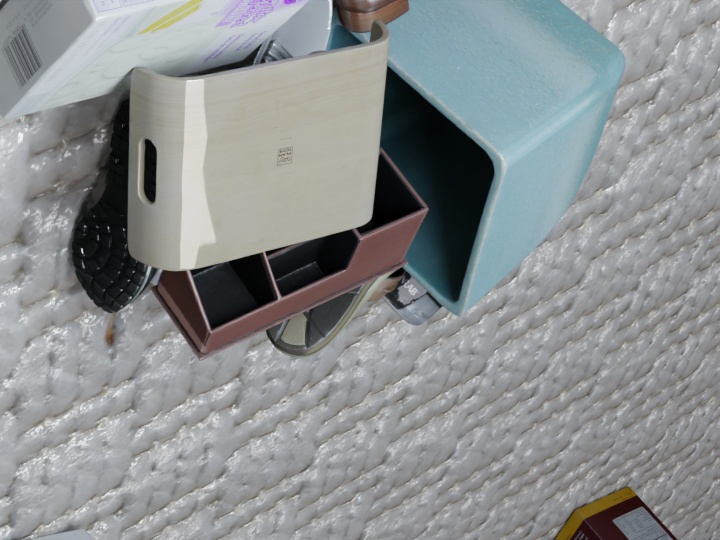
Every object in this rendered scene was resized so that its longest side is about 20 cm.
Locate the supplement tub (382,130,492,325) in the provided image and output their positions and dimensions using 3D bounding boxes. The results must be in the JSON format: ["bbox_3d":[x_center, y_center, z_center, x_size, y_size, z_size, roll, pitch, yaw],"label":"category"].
[{"bbox_3d":[0.080,-0.057,1.658,0.200,0.123,0.123,-42,155,1],"label":"supplement tub"}]

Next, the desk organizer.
[{"bbox_3d":[-0.051,-0.016,1.428,0.200,0.072,0.077,-25,158,-30],"label":"desk organizer"}]

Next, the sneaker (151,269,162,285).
[{"bbox_3d":[-0.090,-0.010,1.547,0.200,0.077,0.076,-21,146,-41],"label":"sneaker"}]

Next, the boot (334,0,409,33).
[{"bbox_3d":[0.044,-0.283,1.335,0.186,0.064,0.200,-40,149,-19],"label":"boot"}]

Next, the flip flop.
[{"bbox_3d":[0.000,0.000,1.567,0.200,0.081,0.058,-48,157,-18],"label":"flip flop"}]

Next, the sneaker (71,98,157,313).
[{"bbox_3d":[-0.148,-0.051,1.411,0.088,0.076,0.200,-23,149,-45],"label":"sneaker"}]

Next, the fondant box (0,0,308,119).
[{"bbox_3d":[-0.129,-0.170,1.206,0.200,0.058,0.144,-21,172,-38],"label":"fondant box"}]

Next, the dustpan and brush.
[{"bbox_3d":[-0.052,-0.137,1.404,0.200,0.057,0.140,143,-28,-84],"label":"dustpan and brush"}]

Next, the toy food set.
[{"bbox_3d":[-0.068,-0.090,1.294,0.200,0.060,0.144,-15,126,-32],"label":"toy food set"}]

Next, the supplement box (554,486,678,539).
[{"bbox_3d":[0.385,0.475,2.828,0.133,0.200,0.197,-15,144,-43],"label":"supplement box"}]

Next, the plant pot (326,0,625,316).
[{"bbox_3d":[0.099,-0.126,1.508,0.200,0.196,0.196,-32,153,-29],"label":"plant pot"}]

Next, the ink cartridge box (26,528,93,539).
[{"bbox_3d":[-0.314,0.366,1.744,0.147,0.145,0.200,-5,136,-51],"label":"ink cartridge box"}]
